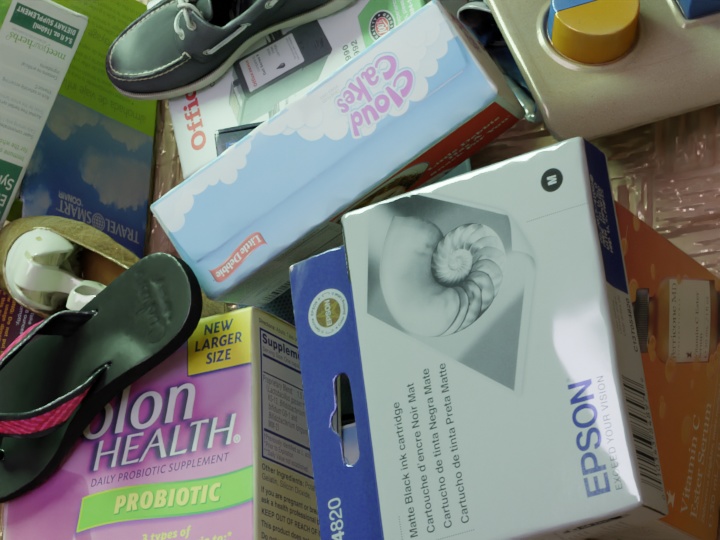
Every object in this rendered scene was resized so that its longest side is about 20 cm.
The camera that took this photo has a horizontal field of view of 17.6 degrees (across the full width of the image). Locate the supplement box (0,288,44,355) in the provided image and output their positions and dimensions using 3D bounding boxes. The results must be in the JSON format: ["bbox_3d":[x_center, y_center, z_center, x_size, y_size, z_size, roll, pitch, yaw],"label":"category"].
[{"bbox_3d":[-0.254,0.055,1.575,0.199,0.110,0.086,5,76,33],"label":"supplement box"}]

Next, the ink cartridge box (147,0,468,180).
[{"bbox_3d":[-0.030,-0.145,1.522,0.199,0.084,0.147,-26,61,22],"label":"ink cartridge box"}]

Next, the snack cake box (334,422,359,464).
[{"bbox_3d":[-0.041,0.152,1.406,0.199,0.115,0.068,-17,65,27],"label":"snack cake box"}]

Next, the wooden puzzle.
[{"bbox_3d":[0.164,-0.187,1.386,0.184,0.046,0.201,-16,63,-11],"label":"wooden puzzle"}]

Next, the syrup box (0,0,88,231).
[{"bbox_3d":[-0.262,-0.091,1.502,0.081,0.078,0.201,24,92,44],"label":"syrup box"}]

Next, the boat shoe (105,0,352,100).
[{"bbox_3d":[-0.091,-0.172,1.479,0.199,0.063,0.073,-23,62,25],"label":"boat shoe"}]

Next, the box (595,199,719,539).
[{"bbox_3d":[0.122,0.059,1.284,0.106,0.200,0.154,2,76,31],"label":"box"}]

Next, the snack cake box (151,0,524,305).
[{"bbox_3d":[-0.010,-0.063,1.329,0.199,0.115,0.067,-35,80,8],"label":"snack cake box"}]

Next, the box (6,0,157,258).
[{"bbox_3d":[-0.195,-0.100,1.584,0.047,0.122,0.202,-11,68,38],"label":"box"}]

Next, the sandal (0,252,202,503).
[{"bbox_3d":[-0.171,0.057,1.296,0.200,0.045,0.075,-41,60,24],"label":"sandal"}]

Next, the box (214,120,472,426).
[{"bbox_3d":[0.000,0.000,1.427,0.156,0.051,0.202,-8,73,1],"label":"box"}]

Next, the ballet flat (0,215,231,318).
[{"bbox_3d":[-0.166,0.015,1.430,0.199,0.072,0.068,27,101,26],"label":"ballet flat"}]

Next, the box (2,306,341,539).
[{"bbox_3d":[-0.107,0.142,1.321,0.175,0.097,0.202,-12,66,28],"label":"box"}]

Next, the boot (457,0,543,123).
[{"bbox_3d":[0.101,-0.178,1.436,0.095,0.074,0.201,-16,57,-22],"label":"boot"}]

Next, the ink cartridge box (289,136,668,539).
[{"bbox_3d":[0.047,0.053,1.187,0.199,0.041,0.201,-20,65,26],"label":"ink cartridge box"}]
